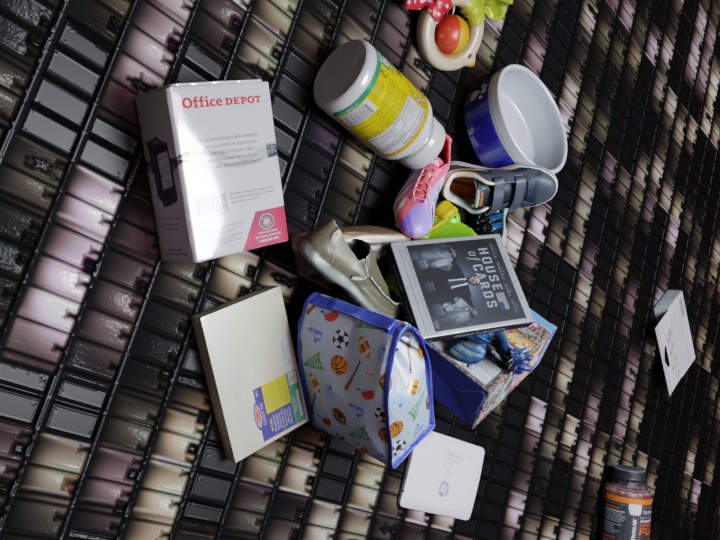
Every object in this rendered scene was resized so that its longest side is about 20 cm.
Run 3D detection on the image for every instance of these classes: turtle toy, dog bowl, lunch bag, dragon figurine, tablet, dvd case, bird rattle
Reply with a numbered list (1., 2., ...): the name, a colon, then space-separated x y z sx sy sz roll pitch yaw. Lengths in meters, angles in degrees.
1. turtle toy: 0.120 -0.012 1.213 0.199 0.101 0.146 -29 70 -39
2. dog bowl: 0.271 -0.248 1.338 0.199 0.078 0.202 20 60 -39
3. lunch bag: 0.007 0.133 1.044 0.124 0.169 0.202 -37 130 -39
4. dragon figurine: 0.163 0.096 1.145 0.100 0.198 0.059 -78 -179 -47
5. tablet: 0.144 0.352 1.321 0.199 0.014 0.132 26 74 -41
6. dvd case: 0.145 0.022 1.118 0.198 0.025 0.152 -6 66 -27
7. bird rattle: 0.147 -0.406 1.240 0.199 0.112 0.165 -11 116 -40

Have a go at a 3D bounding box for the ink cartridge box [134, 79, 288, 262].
1. ink cartridge box: -0.178 -0.123 0.937 0.144 0.084 0.202 -16 104 -43

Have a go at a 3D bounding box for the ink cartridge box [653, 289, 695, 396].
1. ink cartridge box: 0.759 0.177 1.896 0.173 0.043 0.202 -37 117 -36

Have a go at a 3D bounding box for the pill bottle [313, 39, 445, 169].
1. pill bottle: 0.034 -0.233 1.121 0.199 0.112 0.114 33 69 -40

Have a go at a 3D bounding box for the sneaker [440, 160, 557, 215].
1. sneaker: 0.223 -0.129 1.254 0.080 0.197 0.079 -77 169 -59

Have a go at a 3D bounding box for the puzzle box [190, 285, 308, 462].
1. puzzle box: -0.143 0.135 1.023 0.132 0.025 0.202 -22 107 -42

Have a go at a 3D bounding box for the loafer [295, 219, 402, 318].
1. loafer: 0.000 0.000 1.042 0.070 0.075 0.200 -48 131 3

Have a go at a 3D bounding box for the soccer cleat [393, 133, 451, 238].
1. soccer cleat: 0.099 -0.132 1.178 0.066 0.077 0.201 23 46 -2

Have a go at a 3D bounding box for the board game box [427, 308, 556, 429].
1. board game box: 0.187 0.124 1.238 0.199 0.159 0.097 -32 149 -38

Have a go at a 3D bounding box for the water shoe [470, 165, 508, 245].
1. water shoe: 0.213 -0.096 1.337 0.079 0.071 0.202 39 55 -35

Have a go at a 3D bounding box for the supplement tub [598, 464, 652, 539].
1. supplement tub: 0.584 0.536 1.694 0.106 0.106 0.203 8 86 -44

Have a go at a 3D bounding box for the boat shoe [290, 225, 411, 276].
1. boat shoe: -0.013 -0.027 1.116 0.198 0.072 0.066 -7 106 -38
